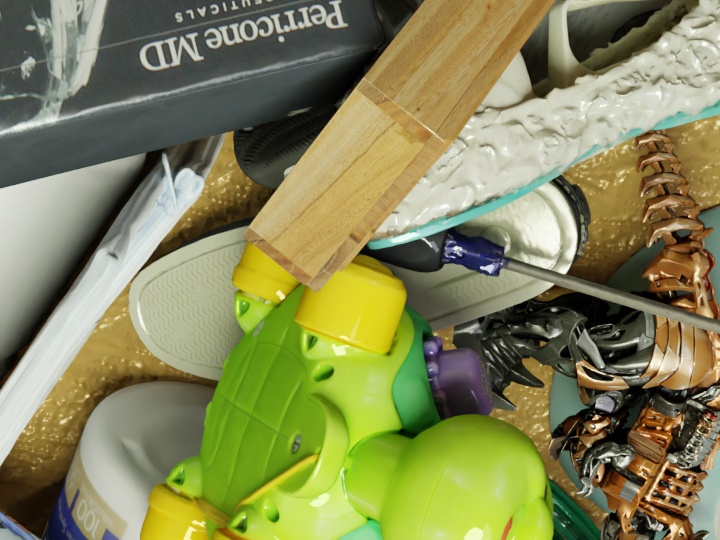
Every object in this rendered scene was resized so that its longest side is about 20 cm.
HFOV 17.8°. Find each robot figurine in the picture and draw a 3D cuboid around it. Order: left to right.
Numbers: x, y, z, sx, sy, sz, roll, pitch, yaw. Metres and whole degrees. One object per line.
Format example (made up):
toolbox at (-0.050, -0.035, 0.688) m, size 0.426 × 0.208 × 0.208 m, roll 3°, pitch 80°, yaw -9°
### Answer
robot figurine at (-0.159, -0.027, 0.879) m, size 0.200 × 0.113 × 0.170 m, roll -54°, pitch 152°, yaw 19°

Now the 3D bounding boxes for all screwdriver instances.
screwdriver at (0.071, 0.004, 0.903) m, size 0.200 × 0.028 × 0.029 m, roll 20°, pitch 145°, yaw 10°

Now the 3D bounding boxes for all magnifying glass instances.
magnifying glass at (0.082, 0.127, 1.037) m, size 0.022 × 0.200 × 0.080 m, roll -44°, pitch 82°, yaw 8°

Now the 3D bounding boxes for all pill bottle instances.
pill bottle at (-0.096, 0.161, 1.027) m, size 0.120 × 0.120 × 0.200 m, roll 11°, pitch 119°, yaw -25°

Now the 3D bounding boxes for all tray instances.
tray at (0.040, -0.087, 0.789) m, size 0.037 × 0.200 × 0.099 m, roll 38°, pitch 141°, yaw -3°

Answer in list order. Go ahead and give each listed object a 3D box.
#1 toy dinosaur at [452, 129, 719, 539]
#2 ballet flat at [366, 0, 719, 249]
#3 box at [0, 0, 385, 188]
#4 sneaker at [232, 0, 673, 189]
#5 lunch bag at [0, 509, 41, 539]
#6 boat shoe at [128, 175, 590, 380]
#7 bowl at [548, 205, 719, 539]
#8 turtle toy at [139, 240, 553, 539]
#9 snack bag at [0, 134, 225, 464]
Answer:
toy dinosaur at (0.114, 0.039, 1.008) m, size 0.136 × 0.200 × 0.102 m, roll 6°, pitch 164°, yaw 14°
ballet flat at (0.074, -0.069, 0.890) m, size 0.200 × 0.072 × 0.072 m, roll -22°, pitch 129°, yaw -23°
box at (-0.118, -0.133, 0.755) m, size 0.200 × 0.124 × 0.197 m, roll -15°, pitch 88°, yaw -10°
sneaker at (0.053, -0.073, 0.948) m, size 0.200 × 0.075 × 0.116 m, roll -36°, pitch 130°, yaw 5°
lunch bag at (-0.180, 0.169, 0.910) m, size 0.160 × 0.200 × 0.076 m, roll -30°, pitch 139°, yaw -35°
boat shoe at (0.000, 0.000, 0.970) m, size 0.200 × 0.068 × 0.072 m, roll -14°, pitch 102°, yaw 16°
bowl at (0.200, 0.075, 1.082) m, size 0.201 × 0.105 × 0.201 m, roll -9°, pitch 127°, yaw -13°
turtle toy at (0.000, 0.071, 0.868) m, size 0.101 × 0.200 × 0.146 m, roll 20°, pitch 91°, yaw -24°
snack bag at (-0.116, 0.030, 0.891) m, size 0.021 × 0.200 × 0.189 m, roll 34°, pitch 109°, yaw -6°
